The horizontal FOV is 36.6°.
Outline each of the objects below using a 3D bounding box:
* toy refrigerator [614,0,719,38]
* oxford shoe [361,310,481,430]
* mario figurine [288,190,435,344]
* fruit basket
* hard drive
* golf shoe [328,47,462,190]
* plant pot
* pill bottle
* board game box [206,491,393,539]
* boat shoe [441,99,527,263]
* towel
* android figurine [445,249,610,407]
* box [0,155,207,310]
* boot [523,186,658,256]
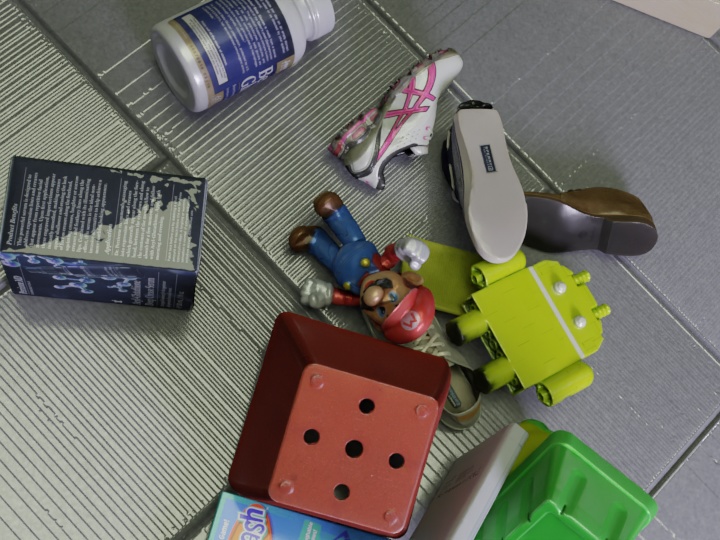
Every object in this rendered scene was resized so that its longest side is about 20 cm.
[{"bbox_3d":[0.393,-0.387,1.434,0.200,0.076,0.070,20,70,-4],"label":"toy refrigerator"},{"bbox_3d":[0.073,0.090,1.234,0.075,0.058,0.200,-33,80,-16],"label":"oxford shoe"},{"bbox_3d":[0.000,0.000,1.191,0.106,0.124,0.200,-27,58,-31],"label":"mario figurine"},{"bbox_3d":[0.199,0.254,1.161,0.155,0.216,0.216,39,70,2],"label":"fruit basket"},{"bbox_3d":[0.093,0.256,1.118,0.027,0.132,0.200,40,53,-2],"label":"hard drive"},{"bbox_3d":[0.058,-0.182,1.310,0.200,0.073,0.092,-45,92,-10],"label":"golf shoe"},{"bbox_3d":[-0.015,0.167,1.101,0.200,0.176,0.200,17,89,-5],"label":"plant pot"},{"bbox_3d":[-0.134,-0.276,1.276,0.200,0.111,0.111,-31,81,-18],"label":"pill bottle"},{"bbox_3d":[-0.072,0.332,1.135,0.200,0.045,0.152,17,70,-6],"label":"board game box"},{"bbox_3d":[0.142,-0.092,1.281,0.075,0.093,0.200,-1,70,-11],"label":"boat shoe"},{"bbox_3d":[0.141,0.019,1.272,0.200,0.018,0.086,15,62,-13],"label":"towel"},{"bbox_3d":[0.198,0.061,1.243,0.200,0.041,0.182,-22,77,-26],"label":"android figurine"},{"bbox_3d":[-0.269,-0.035,1.155,0.200,0.148,0.107,6,72,-9],"label":"box"},{"bbox_3d":[0.257,-0.069,1.326,0.200,0.074,0.076,9,42,-4],"label":"boot"}]
